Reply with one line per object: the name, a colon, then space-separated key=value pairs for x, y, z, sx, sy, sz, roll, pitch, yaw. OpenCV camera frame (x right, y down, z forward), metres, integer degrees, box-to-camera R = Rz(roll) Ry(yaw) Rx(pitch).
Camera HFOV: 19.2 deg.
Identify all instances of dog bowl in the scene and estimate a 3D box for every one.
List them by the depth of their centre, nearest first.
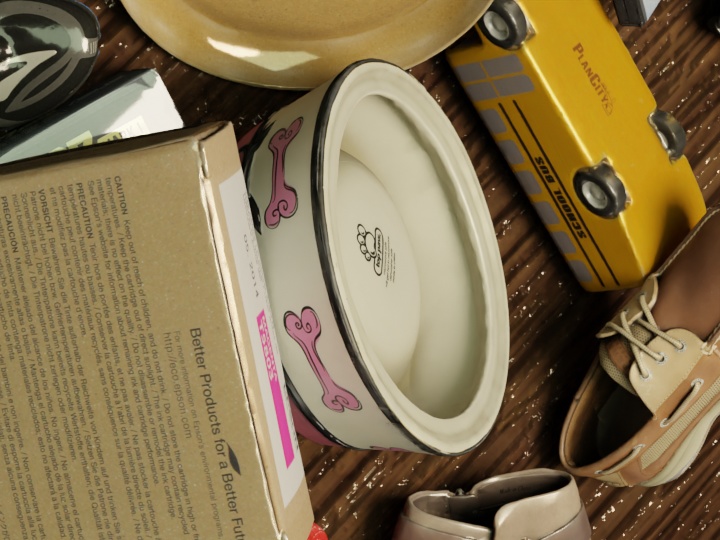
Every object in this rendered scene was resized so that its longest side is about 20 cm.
dog bowl: x=0.000 y=0.000 z=1.062 sx=0.200 sy=0.074 sz=0.200 roll=37 pitch=47 yaw=-52

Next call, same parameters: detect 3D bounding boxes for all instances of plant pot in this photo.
plant pot: x=-0.025 y=-0.166 z=1.048 sx=0.200 sy=0.200 sz=0.028 roll=15 pitch=48 yaw=-24

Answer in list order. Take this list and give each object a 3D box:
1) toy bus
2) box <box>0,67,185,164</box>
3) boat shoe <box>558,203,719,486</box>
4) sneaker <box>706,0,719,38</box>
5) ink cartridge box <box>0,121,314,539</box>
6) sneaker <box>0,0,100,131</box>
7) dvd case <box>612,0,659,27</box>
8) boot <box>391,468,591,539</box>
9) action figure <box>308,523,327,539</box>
toy bus: x=0.112 y=-0.088 z=1.147 sx=0.065 sy=0.078 sz=0.200 roll=-42 pitch=109 yaw=-29
box: x=-0.155 y=0.013 z=1.055 sx=0.200 sy=0.051 sz=0.158 roll=-32 pitch=106 yaw=-18
boat shoe: x=0.165 y=0.045 z=1.138 sx=0.072 sy=0.076 sz=0.200 roll=-5 pitch=132 yaw=-32
sneaker: x=0.248 y=-0.137 z=1.219 sx=0.099 sy=0.070 sz=0.200 roll=-16 pitch=96 yaw=-15
ink cartridge box: x=-0.121 y=0.045 z=0.966 sx=0.165 sy=0.075 sz=0.200 roll=-9 pitch=99 yaw=10
sneaker: x=-0.217 y=-0.095 z=1.002 sx=0.199 sy=0.083 sz=0.071 roll=-6 pitch=96 yaw=-24
dvd case: x=0.166 y=-0.245 z=1.128 sx=0.200 sy=0.018 sz=0.143 roll=-55 pitch=139 yaw=-36
boot: x=0.109 y=0.179 z=1.162 sx=0.200 sy=0.070 sz=0.146 roll=-6 pitch=109 yaw=-13
action figure: x=-0.007 y=0.226 z=1.098 sx=0.099 sy=0.200 sz=0.065 roll=-38 pitch=148 yaw=18
